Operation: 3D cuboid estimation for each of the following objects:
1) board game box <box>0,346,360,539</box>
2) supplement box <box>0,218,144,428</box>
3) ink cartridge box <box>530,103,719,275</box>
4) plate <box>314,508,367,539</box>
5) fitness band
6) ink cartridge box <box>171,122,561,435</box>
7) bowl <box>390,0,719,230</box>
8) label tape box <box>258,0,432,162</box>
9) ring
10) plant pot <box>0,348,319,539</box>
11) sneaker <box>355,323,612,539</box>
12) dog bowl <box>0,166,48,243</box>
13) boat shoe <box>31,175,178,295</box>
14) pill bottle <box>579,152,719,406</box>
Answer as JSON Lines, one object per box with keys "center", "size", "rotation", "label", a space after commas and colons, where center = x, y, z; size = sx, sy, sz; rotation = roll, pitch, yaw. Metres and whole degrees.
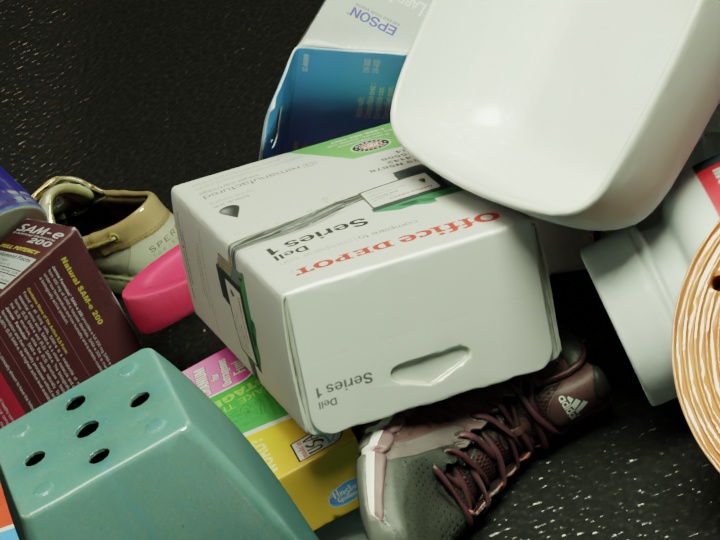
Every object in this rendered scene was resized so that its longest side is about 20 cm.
{"center": [-0.101, 0.118, 1.579], "size": [0.200, 0.040, 0.153], "rotation": [-29, 29, -3], "label": "board game box"}
{"center": [-0.230, 0.072, 1.756], "size": [0.200, 0.109, 0.061], "rotation": [-42, 32, -26], "label": "supplement box"}
{"center": [0.164, -0.052, 1.636], "size": [0.200, 0.068, 0.116], "rotation": [-10, 15, 30], "label": "ink cartridge box"}
{"center": [-0.096, 0.139, 1.617], "size": [0.200, 0.032, 0.200], "rotation": [-33, 29, -8], "label": "plate"}
{"center": [-0.053, -0.019, 1.791], "size": [0.200, 0.037, 0.144], "rotation": [-33, 12, -27], "label": "fitness band"}
{"center": [0.000, 0.000, 1.569], "size": [0.146, 0.084, 0.200], "rotation": [-17, 22, -15], "label": "ink cartridge box"}
{"center": [0.121, -0.119, 1.507], "size": [0.200, 0.075, 0.200], "rotation": [29, 94, 52], "label": "bowl"}
{"center": [0.012, -0.129, 1.700], "size": [0.066, 0.143, 0.200], "rotation": [26, 66, 6], "label": "label tape box"}
{"center": [0.249, 0.034, 1.406], "size": [0.200, 0.019, 0.201], "rotation": [-5, 71, 14], "label": "ring"}
{"center": [-0.086, 0.150, 1.417], "size": [0.141, 0.200, 0.141], "rotation": [-29, 29, -3], "label": "plant pot"}
{"center": [0.070, 0.082, 1.527], "size": [0.115, 0.076, 0.200], "rotation": [-11, 32, 21], "label": "sneaker"}
{"center": [-0.288, 0.010, 1.816], "size": [0.079, 0.200, 0.200], "rotation": [42, 64, 12], "label": "dog bowl"}
{"center": [-0.186, -0.028, 1.922], "size": [0.200, 0.066, 0.074], "rotation": [2, 40, 41], "label": "boat shoe"}
{"center": [0.221, -0.012, 1.503], "size": [0.200, 0.120, 0.120], "rotation": [-26, 29, 4], "label": "pill bottle"}
